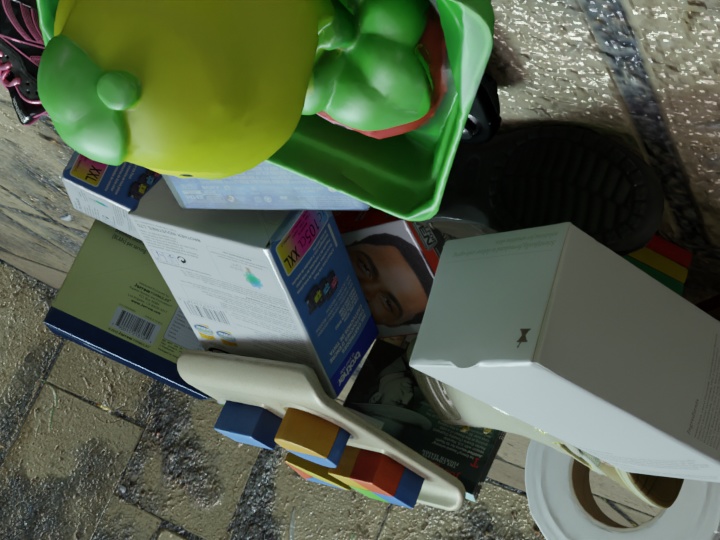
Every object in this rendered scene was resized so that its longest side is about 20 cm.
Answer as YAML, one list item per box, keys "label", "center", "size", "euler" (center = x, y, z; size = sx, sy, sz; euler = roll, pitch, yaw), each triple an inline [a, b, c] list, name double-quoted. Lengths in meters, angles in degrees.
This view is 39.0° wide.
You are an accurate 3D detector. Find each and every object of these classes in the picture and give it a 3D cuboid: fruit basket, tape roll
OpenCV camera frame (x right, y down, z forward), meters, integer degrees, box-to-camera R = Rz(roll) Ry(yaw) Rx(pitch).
- label: "fruit basket"
  center: [-0.052, -0.089, 0.408]
  size: [0.215, 0.216, 0.156]
  euler: [23, 147, 6]
- label: "tape roll"
  center: [0.270, 0.209, 1.021]
  size: [0.202, 0.203, 0.071]
  euler: [16, 176, 30]

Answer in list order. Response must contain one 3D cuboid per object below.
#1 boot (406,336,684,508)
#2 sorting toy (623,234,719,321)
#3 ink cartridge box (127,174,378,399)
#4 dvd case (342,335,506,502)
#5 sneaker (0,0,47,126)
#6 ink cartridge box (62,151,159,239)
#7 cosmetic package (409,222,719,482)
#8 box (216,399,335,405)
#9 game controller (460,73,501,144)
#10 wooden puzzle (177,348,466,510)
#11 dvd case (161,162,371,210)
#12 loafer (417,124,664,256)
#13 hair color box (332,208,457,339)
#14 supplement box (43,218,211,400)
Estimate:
- label: "boot"
  center: [0.142, 0.109, 0.773]
  size: [0.200, 0.072, 0.154]
  euler: [42, 151, -28]
- label: "sorting toy"
  center: [0.202, 0.042, 0.750]
  size: [0.199, 0.070, 0.199]
  euler: [25, 160, -6]
- label: "ink cartridge box"
  center: [-0.073, 0.016, 0.777]
  size: [0.136, 0.076, 0.201]
  euler: [14, 141, 32]
- label: "dvd case"
  center: [0.077, 0.087, 0.901]
  size: [0.145, 0.201, 0.022]
  euler: [17, 155, 25]
- label: "sneaker"
  center: [-0.238, -0.157, 0.735]
  size: [0.199, 0.096, 0.079]
  euler: [29, 168, -15]
- label: "ink cartridge box"
  center: [-0.186, -0.064, 1.017]
  size: [0.199, 0.077, 0.136]
  euler: [27, 168, -6]
- label: "cosmetic package"
  center: [0.141, 0.055, 0.599]
  size: [0.200, 0.085, 0.107]
  euler: [30, 160, -31]
- label: "box"
  center: [-0.063, 0.062, 1.056]
  size: [0.096, 0.201, 0.176]
  euler: [26, 166, -10]
- label: "game controller"
  center: [-0.014, -0.121, 0.589]
  size: [0.199, 0.042, 0.104]
  euler: [15, 164, 34]
- label: "wooden puzzle"
  center: [-0.039, 0.138, 0.817]
  size: [0.185, 0.046, 0.200]
  euler: [2, 147, 49]
- label: "dvd case"
  center: [-0.084, -0.110, 0.591]
  size: [0.142, 0.018, 0.200]
  euler: [2, 139, 25]
- label: "loafer"
  center: [0.105, -0.048, 0.632]
  size: [0.199, 0.073, 0.071]
  euler: [15, 177, 45]
- label: "hair color box"
  center: [0.000, 0.000, 0.823]
  size: [0.199, 0.061, 0.102]
  euler: [-12, 116, 45]
- label: "supplement box"
  center: [-0.221, 0.015, 1.151]
  size: [0.199, 0.201, 0.134]
  euler: [26, 167, -10]
